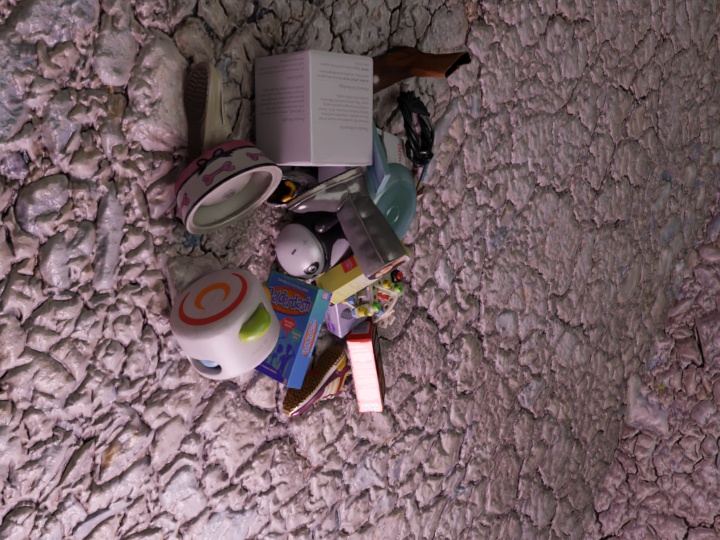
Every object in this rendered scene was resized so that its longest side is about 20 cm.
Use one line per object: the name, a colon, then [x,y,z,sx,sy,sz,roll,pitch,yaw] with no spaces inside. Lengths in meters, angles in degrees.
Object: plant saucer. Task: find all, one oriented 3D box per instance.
plant saucer: [0.056,-0.119,1.723,0.199,0.036,0.202,-31,135,-36]
plant saucer: [0.019,-0.248,1.623,0.019,0.202,0.070,-8,155,-20]

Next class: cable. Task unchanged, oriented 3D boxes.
cable: [0.121,-0.318,1.871,0.200,0.050,0.165,-57,128,-63]

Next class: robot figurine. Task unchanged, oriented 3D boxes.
robot figurine: [-0.080,-0.063,1.724,0.199,0.124,0.152,-35,127,-35]

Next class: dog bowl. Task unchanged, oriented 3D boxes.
dog bowl: [-0.240,-0.151,1.490,0.199,0.074,0.200,-33,168,-8]

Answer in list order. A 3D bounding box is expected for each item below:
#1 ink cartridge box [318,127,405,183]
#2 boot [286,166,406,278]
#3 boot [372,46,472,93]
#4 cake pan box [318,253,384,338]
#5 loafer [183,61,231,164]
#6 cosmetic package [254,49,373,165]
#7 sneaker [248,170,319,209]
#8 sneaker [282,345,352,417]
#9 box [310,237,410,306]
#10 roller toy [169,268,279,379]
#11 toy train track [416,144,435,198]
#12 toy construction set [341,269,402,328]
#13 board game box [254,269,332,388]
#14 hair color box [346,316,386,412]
ink cartridge box: [0.006,-0.222,1.757,0.199,0.083,0.147,13,70,-49]
boot: [-0.026,-0.080,1.616,0.180,0.073,0.202,-24,100,-8]
boot: [0.104,-0.404,1.744,0.188,0.199,0.069,-34,127,-34]
cake pan box: [-0.003,0.022,1.880,0.199,0.052,0.186,-37,137,-32]
loafer: [-0.267,-0.270,1.492,0.068,0.075,0.202,-18,126,-43]
cosmetic package: [-0.087,-0.298,1.579,0.164,0.164,0.203,-7,100,-44]
sneaker: [-0.144,-0.152,1.655,0.199,0.082,0.079,-7,109,-47]
sneaker: [-0.088,0.265,1.872,0.200,0.074,0.091,-46,127,-25]
box: [0.000,0.000,1.715,0.199,0.051,0.075,-31,158,14]
roller toy: [-0.248,0.101,1.562,0.180,0.201,0.141,-22,126,1]
toy train track: [0.128,-0.208,1.948,0.032,0.115,0.202,24,69,-9]
toy construction set: [0.036,0.057,1.830,0.200,0.091,0.133,33,57,-62]
board game box: [-0.150,0.116,1.693,0.045,0.151,0.202,20,89,-48]
hair color box: [0.015,0.217,1.942,0.102,0.060,0.202,-78,162,-60]
